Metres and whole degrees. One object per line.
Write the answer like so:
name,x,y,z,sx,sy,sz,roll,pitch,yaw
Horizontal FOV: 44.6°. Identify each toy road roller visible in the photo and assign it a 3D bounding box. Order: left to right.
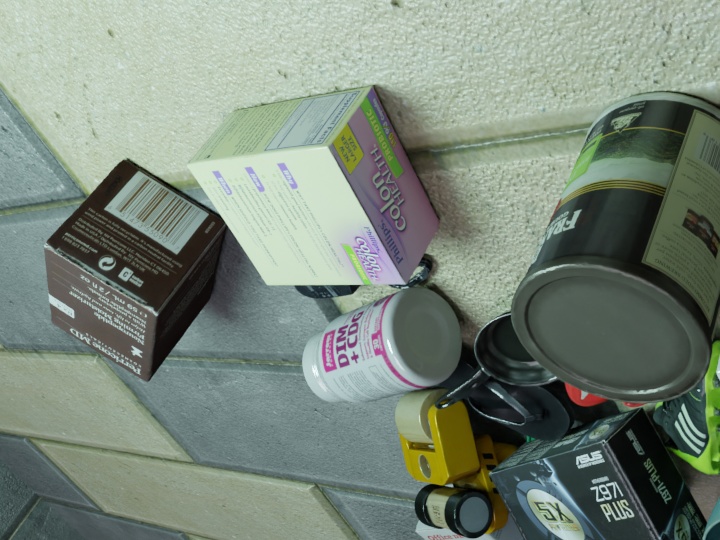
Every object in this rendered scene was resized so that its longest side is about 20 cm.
toy road roller,0.141,0.244,1.157,0.123,0.144,0.203,-19,86,66

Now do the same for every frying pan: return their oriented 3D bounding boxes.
frying pan,0.171,0.109,0.997,0.113,0.031,0.191,20,132,-6

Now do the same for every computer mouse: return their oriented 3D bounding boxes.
computer mouse,0.000,0.000,1.040,0.198,0.034,0.059,-7,139,33

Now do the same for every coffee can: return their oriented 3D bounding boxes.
coffee can,0.219,-0.021,0.692,0.145,0.201,0.147,20,143,16

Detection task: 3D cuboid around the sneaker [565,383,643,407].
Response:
sneaker,0.267,0.102,0.893,0.076,0.086,0.200,24,146,-9

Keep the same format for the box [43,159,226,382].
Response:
box,-0.293,0.004,1.146,0.164,0.165,0.201,30,145,3

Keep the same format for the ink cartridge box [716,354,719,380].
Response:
ink cartridge box,0.439,0.103,0.772,0.198,0.086,0.148,-9,129,41

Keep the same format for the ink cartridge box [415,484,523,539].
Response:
ink cartridge box,0.204,0.409,1.320,0.200,0.084,0.144,43,144,-15

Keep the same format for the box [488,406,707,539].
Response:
box,0.273,0.270,1.019,0.199,0.086,0.165,-33,85,51

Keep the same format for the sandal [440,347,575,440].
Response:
sandal,0.158,0.151,1.052,0.198,0.043,0.077,23,125,22

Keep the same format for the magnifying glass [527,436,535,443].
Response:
magnifying glass,0.230,0.210,1.121,0.079,0.023,0.201,-5,132,42

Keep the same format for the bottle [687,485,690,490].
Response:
bottle,0.346,0.316,1.116,0.083,0.065,0.201,28,145,15

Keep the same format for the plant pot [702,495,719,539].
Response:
plant pot,0.460,0.245,0.881,0.198,0.135,0.202,21,143,16

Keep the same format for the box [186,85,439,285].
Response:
box,-0.047,-0.080,0.917,0.198,0.097,0.177,0,133,39

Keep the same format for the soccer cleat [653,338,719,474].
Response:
soccer cleat,0.345,0.141,0.912,0.080,0.068,0.202,21,146,37

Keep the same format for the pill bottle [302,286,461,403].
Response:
pill bottle,0.019,0.098,1.063,0.113,0.114,0.199,43,144,-16
